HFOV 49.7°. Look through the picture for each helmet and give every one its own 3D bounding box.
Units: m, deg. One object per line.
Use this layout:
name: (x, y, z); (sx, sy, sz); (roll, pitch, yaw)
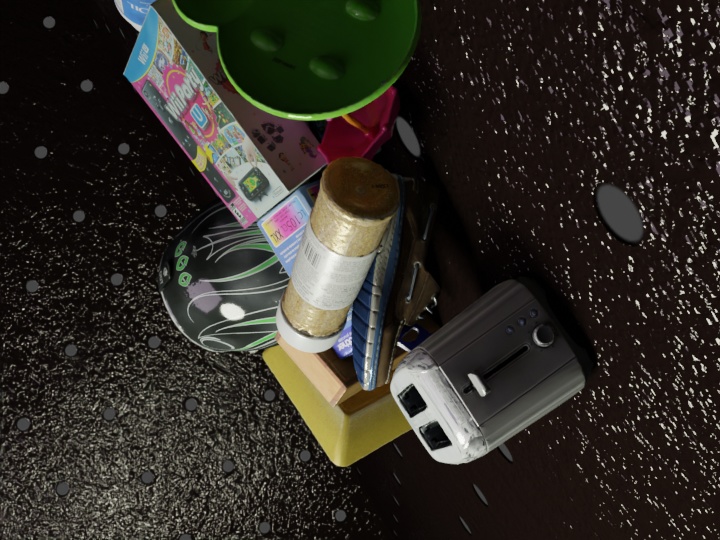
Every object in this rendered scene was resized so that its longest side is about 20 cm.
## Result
helmet: (-0.117, -0.003, 0.915); (0.200, 0.188, 0.203); (44, -146, -40)

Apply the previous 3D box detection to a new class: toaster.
toaster: (0.104, 0.094, 0.685); (0.115, 0.128, 0.200); (57, 167, 9)

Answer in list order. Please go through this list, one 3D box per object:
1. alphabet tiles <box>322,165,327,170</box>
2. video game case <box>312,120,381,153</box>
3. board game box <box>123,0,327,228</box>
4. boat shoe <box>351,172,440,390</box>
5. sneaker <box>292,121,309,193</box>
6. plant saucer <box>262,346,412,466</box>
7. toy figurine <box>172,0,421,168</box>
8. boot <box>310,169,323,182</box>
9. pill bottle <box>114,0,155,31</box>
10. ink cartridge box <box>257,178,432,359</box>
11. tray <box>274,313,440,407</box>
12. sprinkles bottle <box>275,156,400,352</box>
alphabet tiles: (-0.007, -0.062, 1.020); (0.168, 0.006, 0.200); (60, 167, 0)
video game case: (-0.051, -0.213, 0.825); (0.202, 0.017, 0.143); (63, 166, -16)
board game box: (-0.133, -0.153, 0.756); (0.201, 0.064, 0.147); (54, 153, -7)
boat shoe: (0.037, 0.015, 0.716); (0.072, 0.071, 0.204); (-132, 48, -69)
sneaker: (-0.100, -0.174, 0.896); (0.201, 0.074, 0.116); (93, 167, -68)
plant saucer: (0.005, 0.113, 0.965); (0.200, 0.198, 0.049); (48, 152, 36)
toy figurine: (-0.040, -0.159, 0.637); (0.198, 0.152, 0.184); (26, 168, 15)
boot: (-0.100, -0.116, 1.087); (0.182, 0.072, 0.200); (46, 173, 10)
pill bottle: (-0.299, -0.410, 1.104); (0.113, 0.111, 0.200); (59, 168, -3)
ink cartridge box: (0.000, 0.000, 0.830); (0.076, 0.136, 0.202); (-31, 90, 36)
tray: (0.004, 0.070, 0.878); (0.099, 0.199, 0.037); (46, 126, 16)
sprinkles bottle: (-0.025, -0.007, 0.683); (0.069, 0.068, 0.201); (53, 145, 22)
